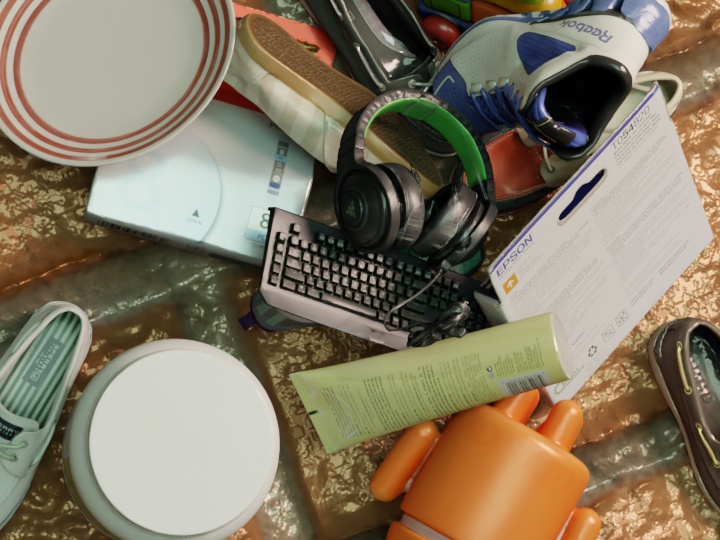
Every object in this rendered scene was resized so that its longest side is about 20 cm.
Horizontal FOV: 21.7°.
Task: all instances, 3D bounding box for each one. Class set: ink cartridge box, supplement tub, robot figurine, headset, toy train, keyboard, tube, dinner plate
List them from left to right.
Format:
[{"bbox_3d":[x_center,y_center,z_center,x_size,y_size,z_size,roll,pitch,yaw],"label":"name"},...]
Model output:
[{"bbox_3d":[-0.188,-0.165,1.406,0.200,0.024,0.200,-5,68,12],"label":"dinner plate"},{"bbox_3d":[-0.134,0.124,1.317,0.144,0.200,0.145,2,82,-11],"label":"supplement tub"},{"bbox_3d":[-0.109,-0.113,1.432,0.160,0.047,0.200,15,81,-9],"label":"ink cartridge box"},{"bbox_3d":[0.019,-0.007,1.382,0.200,0.021,0.127,20,63,-28],"label":"keyboard"},{"bbox_3d":[0.048,-0.041,1.343,0.123,0.094,0.200,15,64,-28],"label":"headset"},{"bbox_3d":[0.053,0.078,1.362,0.200,0.052,0.058,-17,78,15],"label":"tube"},{"bbox_3d":[0.092,0.176,1.395,0.144,0.117,0.200,33,84,-27],"label":"robot figurine"},{"bbox_3d":[0.137,-0.201,1.429,0.200,0.116,0.085,24,75,16],"label":"toy train"},{"bbox_3d":[0.173,-0.020,1.413,0.200,0.200,0.041,-46,51,-13],"label":"ink cartridge box"}]

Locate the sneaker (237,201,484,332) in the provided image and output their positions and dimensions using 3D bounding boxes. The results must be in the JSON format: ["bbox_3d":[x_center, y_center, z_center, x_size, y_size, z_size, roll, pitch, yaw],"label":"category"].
[{"bbox_3d":[0.000,0.000,1.435,0.200,0.088,0.075,-13,80,-37],"label":"sneaker"}]

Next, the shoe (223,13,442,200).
[{"bbox_3d":[-0.023,-0.115,1.421,0.200,0.070,0.053,38,117,-12],"label":"shoe"}]

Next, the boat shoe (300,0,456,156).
[{"bbox_3d":[0.020,-0.174,1.455,0.067,0.057,0.200,-40,93,-26],"label":"boat shoe"}]

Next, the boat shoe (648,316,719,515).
[{"bbox_3d":[0.294,0.128,1.471,0.072,0.060,0.200,-26,88,-14],"label":"boat shoe"}]

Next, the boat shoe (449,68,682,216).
[{"bbox_3d":[0.162,-0.103,1.476,0.200,0.063,0.071,-25,90,-12],"label":"boat shoe"}]

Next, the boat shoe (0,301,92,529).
[{"bbox_3d":[-0.259,0.109,1.363,0.073,0.067,0.200,24,79,-7],"label":"boat shoe"}]

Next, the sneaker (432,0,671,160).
[{"bbox_3d":[0.126,-0.133,1.367,0.081,0.199,0.115,47,46,-25],"label":"sneaker"}]
